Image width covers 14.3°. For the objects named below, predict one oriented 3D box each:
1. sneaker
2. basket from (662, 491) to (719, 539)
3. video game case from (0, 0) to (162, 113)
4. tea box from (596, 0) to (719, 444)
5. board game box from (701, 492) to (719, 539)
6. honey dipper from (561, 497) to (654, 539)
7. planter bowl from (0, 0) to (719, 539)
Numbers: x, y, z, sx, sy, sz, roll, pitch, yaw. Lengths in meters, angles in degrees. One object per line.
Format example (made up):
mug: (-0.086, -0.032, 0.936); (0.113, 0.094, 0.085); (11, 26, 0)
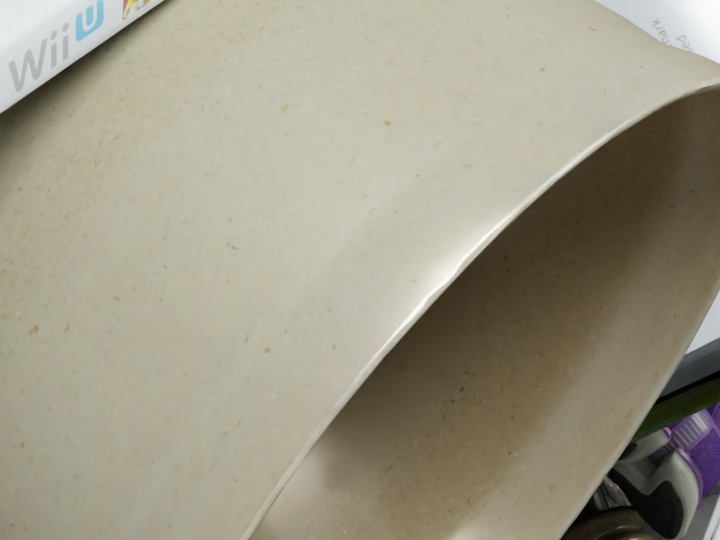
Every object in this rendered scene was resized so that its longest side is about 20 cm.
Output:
sneaker: (0.114, 0.031, 1.002); (0.081, 0.083, 0.200); (50, 13, -1)
basket: (0.201, 0.173, 1.029); (0.136, 0.123, 0.200); (72, -3, -63)
video game case: (-0.071, -0.101, 0.576); (0.200, 0.143, 0.018); (-41, 146, -41)
tea box: (0.078, -0.066, 0.814); (0.200, 0.134, 0.197); (65, 6, 8)
board game box: (0.114, 0.080, 0.764); (0.035, 0.126, 0.200); (21, -3, 13)
honey dipper: (0.062, 0.047, 1.038); (0.038, 0.038, 0.200); (30, 32, -61)
planter bowl: (-0.029, 0.007, 0.592); (0.135, 0.200, 0.200); (38, 9, 19)
